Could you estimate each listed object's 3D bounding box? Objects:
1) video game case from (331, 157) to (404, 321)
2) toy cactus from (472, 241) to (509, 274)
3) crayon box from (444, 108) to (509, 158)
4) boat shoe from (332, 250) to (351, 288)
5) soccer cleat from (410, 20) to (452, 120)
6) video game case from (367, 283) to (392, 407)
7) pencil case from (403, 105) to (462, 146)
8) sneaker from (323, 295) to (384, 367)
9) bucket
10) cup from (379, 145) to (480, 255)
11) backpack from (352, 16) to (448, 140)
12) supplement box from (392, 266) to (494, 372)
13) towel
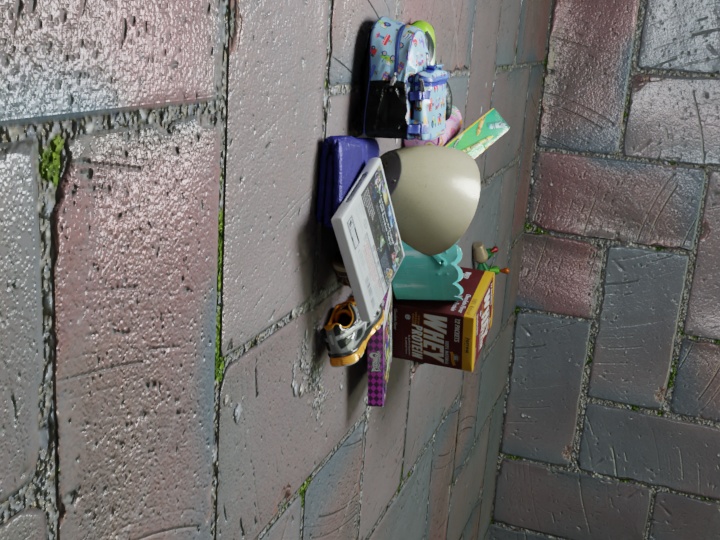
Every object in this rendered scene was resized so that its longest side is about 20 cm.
[{"bbox_3d":[0.016,-0.051,1.464,0.182,0.023,0.201,-60,143,-46],"label":"video game case"},{"bbox_3d":[0.376,-0.014,2.714,0.201,0.102,0.166,-57,142,-34],"label":"toy cactus"},{"bbox_3d":[0.203,-0.243,1.869,0.200,0.058,0.119,-40,-178,-14],"label":"crayon box"},{"bbox_3d":[0.000,0.000,1.570,0.200,0.072,0.073,-36,132,-74],"label":"boat shoe"},{"bbox_3d":[0.126,-0.382,1.751,0.081,0.067,0.201,-36,114,-49],"label":"soccer cleat"},{"bbox_3d":[0.039,0.131,1.749,0.182,0.035,0.201,-73,165,-63],"label":"video game case"},{"bbox_3d":[0.151,-0.295,1.869,0.200,0.087,0.088,-41,136,-62],"label":"pencil case"},{"bbox_3d":[-0.013,0.082,1.566,0.200,0.078,0.078,-66,138,-57],"label":"sneaker"},{"bbox_3d":[0.134,-0.034,1.798,0.207,0.134,0.209,-2,90,-82],"label":"bucket"},{"bbox_3d":[0.095,-0.142,1.615,0.143,0.200,0.202,17,80,-34],"label":"cup"},{"bbox_3d":[0.075,-0.327,1.540,0.182,0.133,0.202,-26,121,-70],"label":"backpack"},{"bbox_3d":[0.165,0.091,1.906,0.197,0.198,0.134,-54,148,-55],"label":"supplement box"},{"bbox_3d":[-0.020,-0.145,1.478,0.200,0.049,0.149,-17,108,-70],"label":"towel"}]
